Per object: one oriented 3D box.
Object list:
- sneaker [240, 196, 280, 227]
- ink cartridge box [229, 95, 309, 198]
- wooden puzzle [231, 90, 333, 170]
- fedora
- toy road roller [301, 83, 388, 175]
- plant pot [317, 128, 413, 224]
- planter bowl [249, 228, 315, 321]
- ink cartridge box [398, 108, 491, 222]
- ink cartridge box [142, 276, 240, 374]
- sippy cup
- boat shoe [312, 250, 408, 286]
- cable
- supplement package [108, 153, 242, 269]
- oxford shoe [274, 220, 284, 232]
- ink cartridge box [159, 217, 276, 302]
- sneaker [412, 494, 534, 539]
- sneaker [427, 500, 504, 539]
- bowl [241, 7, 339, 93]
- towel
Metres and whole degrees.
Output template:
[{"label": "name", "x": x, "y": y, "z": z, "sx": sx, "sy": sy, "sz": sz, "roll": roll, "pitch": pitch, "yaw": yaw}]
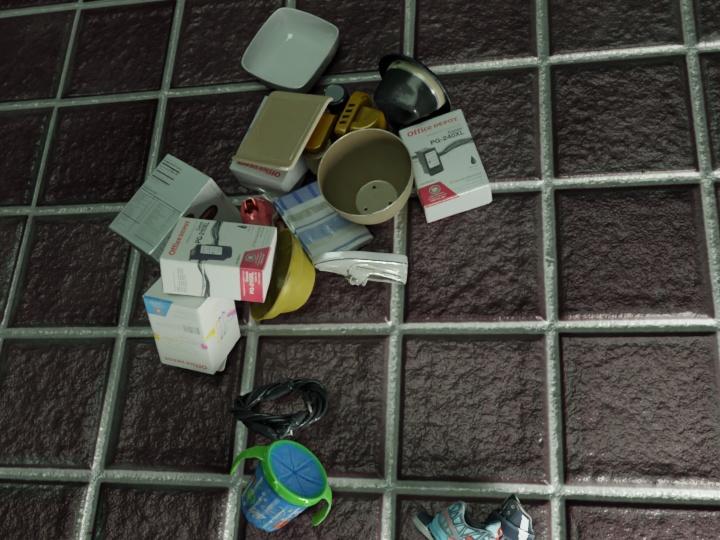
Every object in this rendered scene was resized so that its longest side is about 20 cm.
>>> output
[{"label": "sneaker", "x": -0.216, "y": -0.127, "z": 1.645, "sx": 0.073, "sy": 0.087, "sz": 0.200, "roll": -22, "pitch": 28, "yaw": 0}, {"label": "ink cartridge box", "x": -0.183, "y": -0.275, "z": 1.756, "sx": 0.144, "sy": 0.085, "sz": 0.201, "roll": 18, "pitch": 75, "yaw": 20}, {"label": "wooden puzzle", "x": -0.167, "y": -0.301, "z": 1.676, "sx": 0.184, "sy": 0.037, "sz": 0.201, "roll": 17, "pitch": 70, "yaw": 40}, {"label": "fedora", "x": 0.096, "y": -0.370, "z": 1.668, "sx": 0.200, "sy": 0.201, "sz": 0.092, "roll": 35, "pitch": 77, "yaw": 23}, {"label": "toy road roller", "x": -0.029, "y": -0.299, "z": 1.707, "sx": 0.145, "sy": 0.123, "sz": 0.201, "roll": 20, "pitch": 74, "yaw": 20}, {"label": "plant pot", "x": 0.022, "y": -0.176, "z": 1.638, "sx": 0.199, "sy": 0.135, "sz": 0.201, "roll": -5, "pitch": 66, "yaw": 12}, {"label": "planter bowl", "x": -0.149, "y": 0.020, "z": 1.605, "sx": 0.083, "sy": 0.200, "sz": 0.201, "roll": 20, "pitch": 68, "yaw": -24}, {"label": "ink cartridge box", "x": 0.177, "y": -0.223, "z": 1.648, "sx": 0.144, "sy": 0.083, "sz": 0.201, "roll": -19, "pitch": 66, "yaw": 5}, {"label": "ink cartridge box", "x": -0.335, "y": 0.105, "z": 1.581, "sx": 0.128, "sy": 0.201, "sz": 0.125, "roll": 11, "pitch": 39, "yaw": 18}, {"label": "sippy cup", "x": -0.151, "y": 0.406, "z": 1.438, "sx": 0.178, "sy": 0.139, "sz": 0.130, "roll": 49, "pitch": 115, "yaw": 20}, {"label": "boat shoe", "x": 0.000, "y": 0.000, "z": 1.589, "sx": 0.199, "sy": 0.072, "sz": 0.066, "roll": 3, "pitch": 77, "yaw": -17}, {"label": "cable", "x": -0.160, "y": 0.255, "z": 1.510, "sx": 0.199, "sy": 0.051, "sz": 0.163, "roll": 7, "pitch": 34, "yaw": 42}, {"label": "supplement package", "x": -0.381, "y": -0.097, "z": 1.664, "sx": 0.147, "sy": 0.191, "sz": 0.200, "roll": 29, "pitch": 77, "yaw": 30}, {"label": "oxford shoe", "x": -0.250, "y": -0.042, "z": 1.686, "sx": 0.200, "sy": 0.071, "sz": 0.075, "roll": -46, "pitch": 55, "yaw": -13}, {"label": "ink cartridge box", "x": -0.272, "y": -0.022, "z": 1.507, "sx": 0.199, "sy": 0.085, "sz": 0.145, "roll": 6, "pitch": 38, "yaw": 2}, {"label": "sneaker", "x": 0.206, "y": 0.441, "z": 1.367, "sx": 0.202, "sy": 0.077, "sz": 0.147, "roll": 28, "pitch": 88, "yaw": 12}, {"label": "sneaker", "x": 0.211, "y": 0.462, "z": 1.285, "sx": 0.200, "sy": 0.079, "sz": 0.096, "roll": 39, "pitch": 91, "yaw": 10}, {"label": "bowl", "x": -0.161, "y": -0.511, "z": 1.852, "sx": 0.199, "sy": 0.075, "sz": 0.200, "roll": 28, "pitch": 77, "yaw": 21}, {"label": "towel", "x": -0.081, "y": -0.107, "z": 1.674, "sx": 0.146, "sy": 0.024, "sz": 0.200, "roll": -27, "pitch": 64, "yaw": -20}]
